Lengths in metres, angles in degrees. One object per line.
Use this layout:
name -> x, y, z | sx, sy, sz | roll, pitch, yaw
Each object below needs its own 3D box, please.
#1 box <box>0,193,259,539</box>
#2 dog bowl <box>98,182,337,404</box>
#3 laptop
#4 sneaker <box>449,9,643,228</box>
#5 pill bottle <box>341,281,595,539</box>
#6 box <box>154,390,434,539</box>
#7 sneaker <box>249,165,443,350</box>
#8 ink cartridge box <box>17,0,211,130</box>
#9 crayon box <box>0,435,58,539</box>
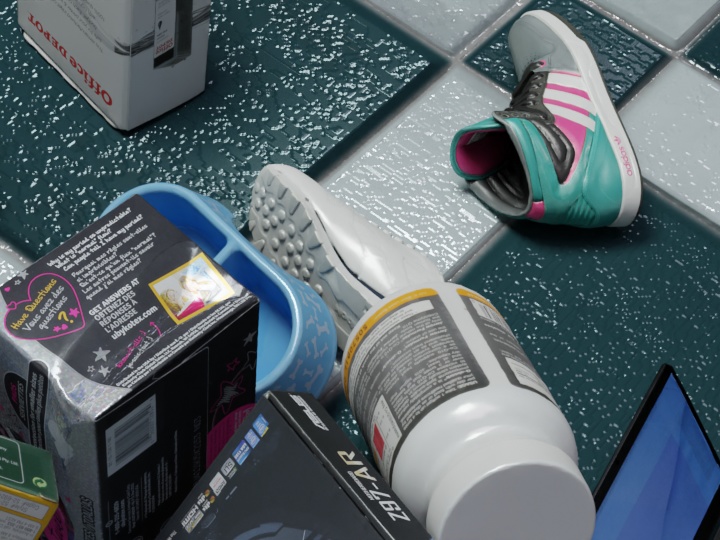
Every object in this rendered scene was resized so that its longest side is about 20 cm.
box -> -0.147, 0.080, 1.095 | 0.115, 0.201, 0.132 | 38, 57, 25
dog bowl -> -0.104, 0.019, 1.216 | 0.112, 0.050, 0.200 | -46, 66, -3
laptop -> 0.234, 0.186, 1.113 | 0.199, 0.104, 0.178 | 26, 54, 14
sneaker -> 0.119, -0.111, 1.355 | 0.120, 0.084, 0.201 | -5, 53, -22
pill bottle -> 0.063, 0.100, 1.093 | 0.115, 0.117, 0.200 | -7, 29, -11
box -> -0.050, 0.194, 1.030 | 0.160, 0.200, 0.043 | 48, 21, 28
sneaker -> 0.000, 0.000, 1.257 | 0.080, 0.077, 0.200 | -24, 62, -35
ink cartridge box -> -0.181, -0.228, 1.338 | 0.083, 0.201, 0.147 | -30, 60, -30
crayon box -> -0.269, 0.170, 1.009 | 0.125, 0.201, 0.052 | 23, 21, -27
